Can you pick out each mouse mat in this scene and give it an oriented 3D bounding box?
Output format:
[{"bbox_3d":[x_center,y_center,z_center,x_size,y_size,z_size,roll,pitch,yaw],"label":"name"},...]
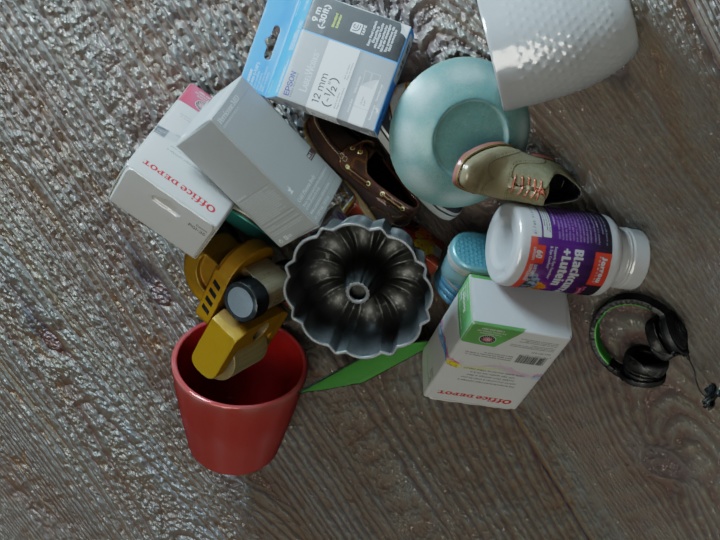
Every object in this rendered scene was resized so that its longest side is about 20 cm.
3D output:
[{"bbox_3d":[0.016,0.135,1.792,0.161,0.200,0.008,-30,77,25],"label":"mouse mat"}]

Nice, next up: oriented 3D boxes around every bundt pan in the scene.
[{"bbox_3d":[0.003,0.012,1.647,0.201,0.076,0.202,5,119,10],"label":"bundt pan"}]

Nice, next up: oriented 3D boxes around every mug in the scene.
[{"bbox_3d":[0.237,-0.313,1.527,0.175,0.148,0.201,-14,85,8],"label":"mug"}]

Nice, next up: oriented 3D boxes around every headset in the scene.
[{"bbox_3d":[0.411,0.119,1.737,0.200,0.094,0.124,33,121,7],"label":"headset"}]

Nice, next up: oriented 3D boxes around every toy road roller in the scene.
[{"bbox_3d":[-0.183,0.039,1.747,0.146,0.123,0.200,40,124,16],"label":"toy road roller"}]

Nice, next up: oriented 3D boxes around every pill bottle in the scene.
[{"bbox_3d":[0.277,-0.025,1.654,0.199,0.112,0.112,6,122,-18],"label":"pill bottle"}]

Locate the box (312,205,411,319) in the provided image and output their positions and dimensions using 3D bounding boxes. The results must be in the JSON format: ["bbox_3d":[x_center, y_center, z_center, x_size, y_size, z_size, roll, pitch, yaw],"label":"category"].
[{"bbox_3d":[0.015,-0.001,1.704,0.041,0.039,0.200,-35,105,25],"label":"box"}]

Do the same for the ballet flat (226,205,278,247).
[{"bbox_3d":[-0.188,-0.103,1.774,0.200,0.069,0.070,25,120,-2],"label":"ballet flat"}]

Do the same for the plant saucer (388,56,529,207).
[{"bbox_3d":[0.136,-0.174,1.618,0.200,0.039,0.202,-6,110,-17],"label":"plant saucer"}]

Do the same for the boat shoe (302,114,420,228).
[{"bbox_3d":[0.005,-0.143,1.679,0.200,0.070,0.070,49,139,2],"label":"boat shoe"}]

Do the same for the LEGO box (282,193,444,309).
[{"bbox_3d":[0.000,0.000,1.776,0.149,0.077,0.200,36,120,-8],"label":"LEGO box"}]

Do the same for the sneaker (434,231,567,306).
[{"bbox_3d":[0.196,0.012,1.749,0.199,0.080,0.131,14,147,-15],"label":"sneaker"}]

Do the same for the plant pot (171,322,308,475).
[{"bbox_3d":[-0.185,0.197,1.872,0.200,0.201,0.178,13,129,6],"label":"plant pot"}]

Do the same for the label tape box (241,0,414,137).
[{"bbox_3d":[-0.048,-0.274,1.611,0.200,0.066,0.144,20,91,3],"label":"label tape box"}]

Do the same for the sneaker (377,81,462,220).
[{"bbox_3d":[0.090,-0.161,1.668,0.079,0.078,0.200,-29,107,31],"label":"sneaker"}]

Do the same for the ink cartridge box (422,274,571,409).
[{"bbox_3d":[0.184,0.103,1.731,0.144,0.084,0.200,10,143,-14],"label":"ink cartridge box"}]

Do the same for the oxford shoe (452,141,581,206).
[{"bbox_3d":[0.206,-0.120,1.602,0.075,0.200,0.071,37,120,44],"label":"oxford shoe"}]

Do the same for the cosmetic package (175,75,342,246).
[{"bbox_3d":[-0.130,-0.141,1.627,0.090,0.107,0.200,-25,119,40],"label":"cosmetic package"}]

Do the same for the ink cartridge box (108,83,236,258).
[{"bbox_3d":[-0.225,-0.136,1.677,0.146,0.200,0.083,35,135,-7],"label":"ink cartridge box"}]

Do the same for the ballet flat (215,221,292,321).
[{"bbox_3d":[-0.156,-0.002,1.832,0.066,0.057,0.200,-21,119,38],"label":"ballet flat"}]
